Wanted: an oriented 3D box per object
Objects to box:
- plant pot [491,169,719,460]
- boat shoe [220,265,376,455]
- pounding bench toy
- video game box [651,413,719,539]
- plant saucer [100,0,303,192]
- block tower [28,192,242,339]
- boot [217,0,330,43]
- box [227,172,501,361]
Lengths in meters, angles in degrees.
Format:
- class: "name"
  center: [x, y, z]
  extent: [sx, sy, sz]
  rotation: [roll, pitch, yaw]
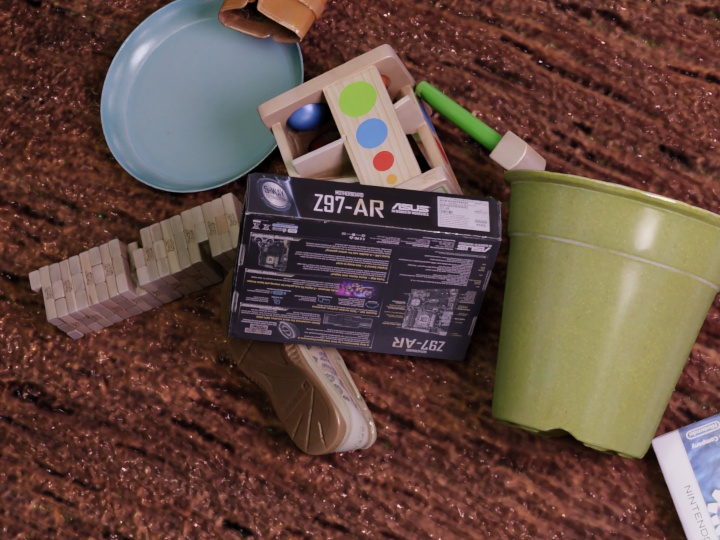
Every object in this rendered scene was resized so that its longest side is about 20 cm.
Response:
- class: "plant pot"
  center: [0.183, 0.041, 1.415]
  extent: [0.200, 0.200, 0.190]
  rotation: [13, 84, 23]
- class: "boat shoe"
  center: [-0.055, 0.074, 1.554]
  extent: [0.073, 0.063, 0.200]
  rotation: [-46, 57, 28]
- class: "pounding bench toy"
  center: [0.039, -0.107, 1.545]
  extent: [0.200, 0.124, 0.156]
  rotation: [-25, 64, 9]
- class: "video game box"
  center: [0.341, 0.178, 1.381]
  extent: [0.200, 0.047, 0.183]
  rotation: [-23, 67, 10]
- class: "plant saucer"
  center: [-0.142, -0.160, 1.682]
  extent: [0.200, 0.027, 0.201]
  rotation: [-7, 69, 18]
- class: "block tower"
  center: [-0.189, -0.001, 1.624]
  extent: [0.200, 0.054, 0.058]
  rotation: [-20, 65, 12]
- class: "boot"
  center: [-0.025, -0.273, 1.635]
  extent: [0.200, 0.077, 0.155]
  rotation: [11, 59, 28]
- class: "box"
  center: [0.000, 0.000, 1.461]
  extent: [0.199, 0.160, 0.044]
  rotation: [5, 51, -5]
